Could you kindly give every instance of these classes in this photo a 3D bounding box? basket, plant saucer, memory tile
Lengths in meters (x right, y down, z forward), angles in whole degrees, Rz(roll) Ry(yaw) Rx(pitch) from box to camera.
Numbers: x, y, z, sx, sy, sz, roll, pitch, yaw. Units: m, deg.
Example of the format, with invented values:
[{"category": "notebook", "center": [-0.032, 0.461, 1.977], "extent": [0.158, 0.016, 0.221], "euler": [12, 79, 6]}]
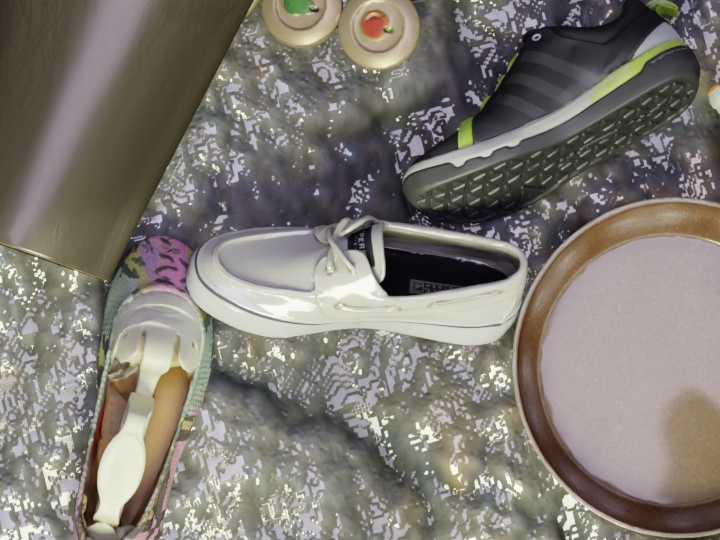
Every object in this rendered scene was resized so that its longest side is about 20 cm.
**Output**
[{"category": "basket", "center": [-0.164, -0.106, 1.644], "extent": [0.179, 0.136, 0.201], "euler": [17, 88, 22]}, {"category": "plant saucer", "center": [0.187, 0.058, 1.702], "extent": [0.199, 0.034, 0.202], "euler": [0, 84, -3]}, {"category": "memory tile", "center": [-0.011, -0.229, 1.701], "extent": [0.152, 0.017, 0.201], "euler": [18, 89, 10]}]

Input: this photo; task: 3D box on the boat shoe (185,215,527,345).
[{"category": "boat shoe", "center": [0.000, 0.000, 1.664], "extent": [0.198, 0.066, 0.072], "euler": [9, 54, -6]}]

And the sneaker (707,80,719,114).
[{"category": "sneaker", "center": [0.313, -0.094, 1.715], "extent": [0.199, 0.076, 0.093], "euler": [-13, 93, 2]}]

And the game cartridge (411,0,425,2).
[{"category": "game cartridge", "center": [0.066, -0.267, 1.728], "extent": [0.129, 0.038, 0.202], "euler": [-7, 85, -9]}]

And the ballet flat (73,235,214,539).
[{"category": "ballet flat", "center": [-0.126, 0.077, 1.657], "extent": [0.069, 0.071, 0.201], "euler": [12, 83, -2]}]

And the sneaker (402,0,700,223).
[{"category": "sneaker", "center": [0.108, -0.099, 1.707], "extent": [0.199, 0.072, 0.083], "euler": [-25, 63, -7]}]
